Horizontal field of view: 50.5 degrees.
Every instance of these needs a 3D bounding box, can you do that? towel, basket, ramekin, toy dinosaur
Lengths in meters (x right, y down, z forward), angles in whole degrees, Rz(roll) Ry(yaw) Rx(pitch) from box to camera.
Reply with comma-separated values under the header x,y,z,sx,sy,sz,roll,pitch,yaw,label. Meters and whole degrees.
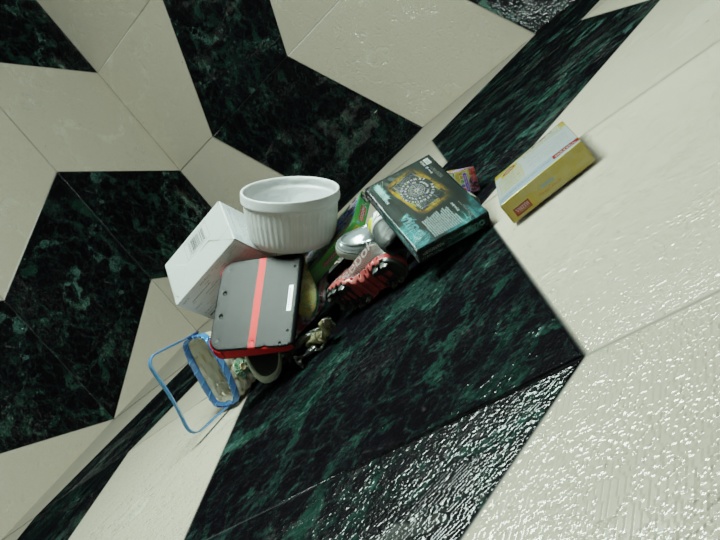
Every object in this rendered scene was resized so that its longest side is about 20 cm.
x,y,z,sx,sy,sz,roll,pitch,yaw,label
-0.123,0.093,1.551,0.201,0.030,0.147,-50,16,20,towel
-0.312,0.204,1.553,0.199,0.179,0.138,-35,6,-33,basket
-0.135,-0.109,1.495,0.194,0.108,0.201,-2,21,1,ramekin
-0.096,0.134,1.393,0.088,0.048,0.200,-42,4,-22,toy dinosaur

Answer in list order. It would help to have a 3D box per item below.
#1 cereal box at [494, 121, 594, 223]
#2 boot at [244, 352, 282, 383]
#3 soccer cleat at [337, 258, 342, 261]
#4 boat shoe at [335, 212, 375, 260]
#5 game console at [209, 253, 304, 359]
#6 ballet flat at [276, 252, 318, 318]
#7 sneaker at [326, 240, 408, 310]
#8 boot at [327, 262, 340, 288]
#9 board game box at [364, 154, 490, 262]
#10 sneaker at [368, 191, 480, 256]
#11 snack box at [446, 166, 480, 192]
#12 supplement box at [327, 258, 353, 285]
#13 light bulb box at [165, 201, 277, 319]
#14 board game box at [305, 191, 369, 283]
x,y,z,sx,sy,sz,roll,pitch,yaw,label
0.270,-0.151,1.150,0.143,0.040,0.201,-40,10,18,cereal box
-0.197,0.149,1.497,0.071,0.203,0.146,-18,-32,-11,boot
-0.035,-0.041,1.810,0.084,0.072,0.200,-16,8,12,soccer cleat
0.046,-0.079,1.409,0.196,0.073,0.071,-14,44,-3,boat shoe
-0.192,0.065,1.426,0.172,0.031,0.204,-6,57,15,game console
-0.132,0.010,1.489,0.070,0.070,0.202,-37,41,19,ballet flat
0.015,0.002,1.372,0.199,0.070,0.099,-32,33,41,sneaker
-0.090,0.018,1.828,0.137,0.078,0.201,-37,23,5,boot
0.104,-0.106,1.246,0.133,0.029,0.201,-27,43,-8,board game box
0.114,-0.072,1.292,0.195,0.075,0.086,-16,46,1,sneaker
0.142,-0.159,1.536,0.139,0.054,0.200,-21,7,-8,snack box
0.000,0.000,1.532,0.109,0.061,0.200,-44,8,-12,supplement box
-0.264,-0.003,1.596,0.198,0.198,0.126,-44,48,18,light bulb box
-0.055,-0.055,1.547,0.200,0.029,0.136,-47,17,28,board game box
